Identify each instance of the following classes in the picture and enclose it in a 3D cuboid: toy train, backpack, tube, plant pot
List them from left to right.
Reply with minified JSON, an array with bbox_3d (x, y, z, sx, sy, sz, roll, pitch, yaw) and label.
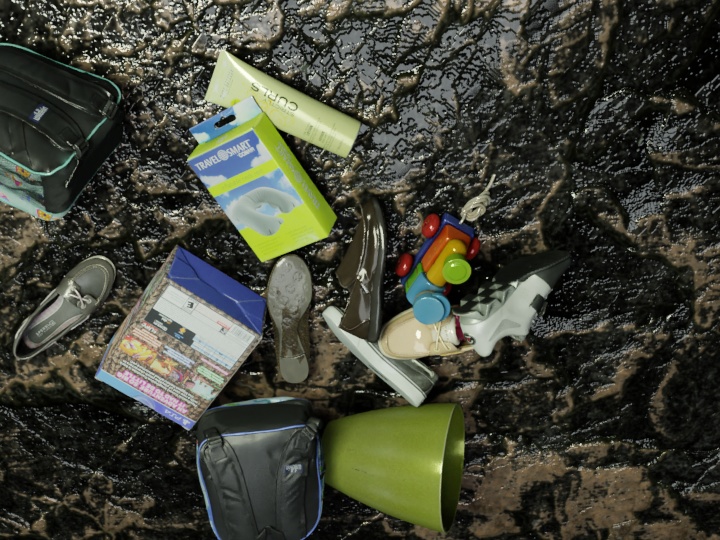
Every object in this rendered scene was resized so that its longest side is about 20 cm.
[{"bbox_3d":[-0.406,-0.172,1.088,0.198,0.177,0.154,27,147,-2],"label":"backpack"},{"bbox_3d":[-0.139,0.289,1.302,0.180,0.147,0.203,-7,110,-5],"label":"backpack"},{"bbox_3d":[-0.098,-0.206,1.144,0.198,0.052,0.059,25,87,-8],"label":"tube"},{"bbox_3d":[0.044,0.283,1.351,0.197,0.188,0.190,4,120,16],"label":"plant pot"},{"bbox_3d":[0.127,-0.028,1.202,0.084,0.116,0.201,27,116,-15],"label":"toy train"}]

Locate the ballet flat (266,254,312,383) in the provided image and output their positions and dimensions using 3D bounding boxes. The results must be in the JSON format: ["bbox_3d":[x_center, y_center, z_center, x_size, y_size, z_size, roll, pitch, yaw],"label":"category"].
[{"bbox_3d":[-0.099,0.067,1.299,0.066,0.046,0.203,-4,114,-2],"label":"ballet flat"}]

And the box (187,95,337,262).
[{"bbox_3d":[-0.133,-0.115,1.176,0.121,0.048,0.201,-19,120,31],"label":"box"}]

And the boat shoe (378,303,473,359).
[{"bbox_3d":[0.123,0.082,1.264,0.197,0.069,0.075,-13,95,-10],"label":"boat shoe"}]

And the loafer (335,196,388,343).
[{"bbox_3d":[0.000,0.000,1.224,0.070,0.073,0.203,4,100,3],"label":"loafer"}]

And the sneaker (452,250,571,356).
[{"bbox_3d":[0.216,0.044,1.229,0.199,0.074,0.089,-32,109,-20],"label":"sneaker"}]

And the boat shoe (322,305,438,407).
[{"bbox_3d":[0.030,0.112,1.313,0.200,0.071,0.064,43,78,-12],"label":"boat shoe"}]

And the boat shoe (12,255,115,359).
[{"bbox_3d":[-0.422,0.060,1.280,0.199,0.057,0.067,-39,112,19],"label":"boat shoe"}]

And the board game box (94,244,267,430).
[{"bbox_3d":[-0.252,0.097,1.279,0.158,0.097,0.200,33,114,-17],"label":"board game box"}]
